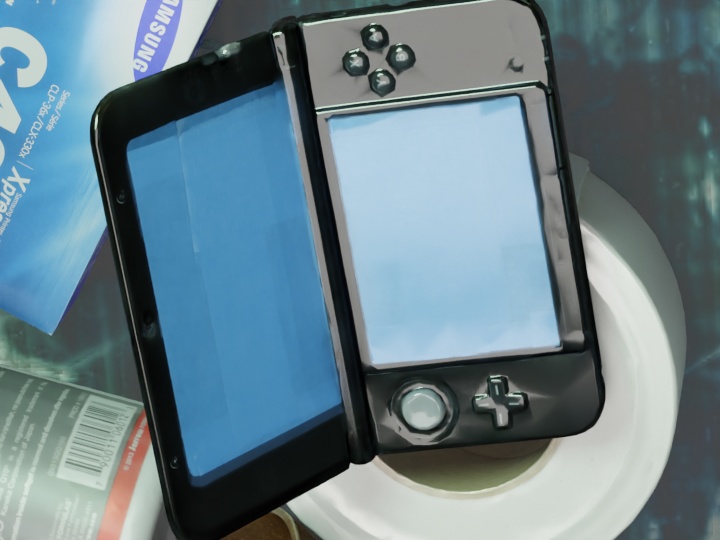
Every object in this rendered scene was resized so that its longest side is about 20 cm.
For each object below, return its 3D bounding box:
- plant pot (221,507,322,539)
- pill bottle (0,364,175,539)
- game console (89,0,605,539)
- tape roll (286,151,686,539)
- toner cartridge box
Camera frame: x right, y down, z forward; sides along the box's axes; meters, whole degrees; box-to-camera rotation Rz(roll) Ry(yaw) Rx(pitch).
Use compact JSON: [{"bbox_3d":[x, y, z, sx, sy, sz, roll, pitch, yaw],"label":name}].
[{"bbox_3d":[-0.006,0.241,1.408,0.200,0.187,0.187,33,114,-19],"label":"plant pot"},{"bbox_3d":[-0.186,0.098,1.404,0.199,0.116,0.116,15,113,5],"label":"pill bottle"},{"bbox_3d":[0.000,0.000,1.258,0.175,0.116,0.201,-6,108,13],"label":"game console"},{"bbox_3d":[0.048,0.041,1.366,0.201,0.071,0.203,4,111,9],"label":"tape roll"},{"bbox_3d":[-0.137,-0.079,1.366,0.095,0.043,0.200,27,113,-2],"label":"toner cartridge box"}]
